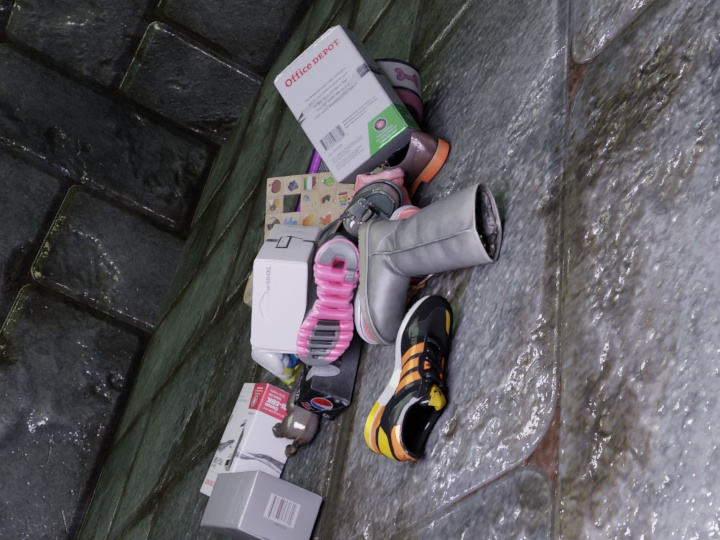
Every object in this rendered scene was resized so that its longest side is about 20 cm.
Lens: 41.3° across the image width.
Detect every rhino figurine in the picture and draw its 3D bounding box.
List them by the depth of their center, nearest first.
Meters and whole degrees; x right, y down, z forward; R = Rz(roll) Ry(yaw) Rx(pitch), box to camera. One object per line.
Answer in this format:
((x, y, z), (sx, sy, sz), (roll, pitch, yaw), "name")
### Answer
((-0.079, 0.185, 1.483), (0.087, 0.059, 0.202), (-43, 25, 58), "rhino figurine")

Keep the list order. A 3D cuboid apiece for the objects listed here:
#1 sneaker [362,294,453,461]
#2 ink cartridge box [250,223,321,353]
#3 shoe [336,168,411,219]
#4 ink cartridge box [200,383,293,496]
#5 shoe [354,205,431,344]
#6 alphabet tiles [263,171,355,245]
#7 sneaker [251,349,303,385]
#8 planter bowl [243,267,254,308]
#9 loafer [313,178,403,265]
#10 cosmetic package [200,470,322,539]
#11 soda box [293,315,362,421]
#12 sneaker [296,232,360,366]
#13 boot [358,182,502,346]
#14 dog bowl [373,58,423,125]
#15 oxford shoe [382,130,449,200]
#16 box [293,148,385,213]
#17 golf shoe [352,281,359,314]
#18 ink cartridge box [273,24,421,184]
((0.077, 0.127, 1.111), (0.090, 0.070, 0.202), (9, 73, 57), "sneaker")
((-0.113, 0.025, 1.491), (0.200, 0.083, 0.148), (-80, -6, -71), "ink cartridge box")
((0.013, -0.105, 1.491), (0.199, 0.071, 0.092), (-6, 97, 59), "shoe")
((-0.177, 0.294, 1.577), (0.147, 0.082, 0.202), (-16, 50, 67), "ink cartridge box")
((0.055, 0.010, 1.311), (0.091, 0.071, 0.202), (19, 89, 65), "shoe")
((-0.088, -0.069, 1.629), (0.008, 0.165, 0.203), (35, -126, -66), "alphabet tiles")
((-0.115, 0.124, 1.561), (0.106, 0.075, 0.200), (-55, -12, -9), "sneaker")
((-0.126, 0.030, 1.716), (0.201, 0.134, 0.201), (-54, 19, 28), "planter bowl")
((-0.006, -0.058, 1.394), (0.200, 0.072, 0.063), (-41, 15, 50), "loafer")
((-0.144, 0.340, 1.350), (0.200, 0.106, 0.091), (-34, 34, 62), "cosmetic package")
((-0.041, 0.118, 1.443), (0.063, 0.070, 0.202), (-47, 25, 46), "soda box")
((-0.044, 0.037, 1.352), (0.096, 0.078, 0.202), (-104, 28, -67), "sneaker")
((0.089, -0.003, 1.205), (0.198, 0.072, 0.184), (-9, 88, 36), "boot")
((0.019, -0.270, 1.636), (0.200, 0.198, 0.074), (-45, 53, 46), "dog bowl")
((0.060, -0.150, 1.521), (0.200, 0.072, 0.072), (-50, 22, 40), "oxford shoe")
((-0.034, -0.128, 1.670), (0.199, 0.036, 0.145), (20, 92, 48), "box")
((0.000, 0.000, 1.459), (0.076, 0.091, 0.201), (-57, 17, 26), "golf shoe")
((-0.021, -0.261, 1.510), (0.145, 0.201, 0.084), (-36, -9, 20), "ink cartridge box")
